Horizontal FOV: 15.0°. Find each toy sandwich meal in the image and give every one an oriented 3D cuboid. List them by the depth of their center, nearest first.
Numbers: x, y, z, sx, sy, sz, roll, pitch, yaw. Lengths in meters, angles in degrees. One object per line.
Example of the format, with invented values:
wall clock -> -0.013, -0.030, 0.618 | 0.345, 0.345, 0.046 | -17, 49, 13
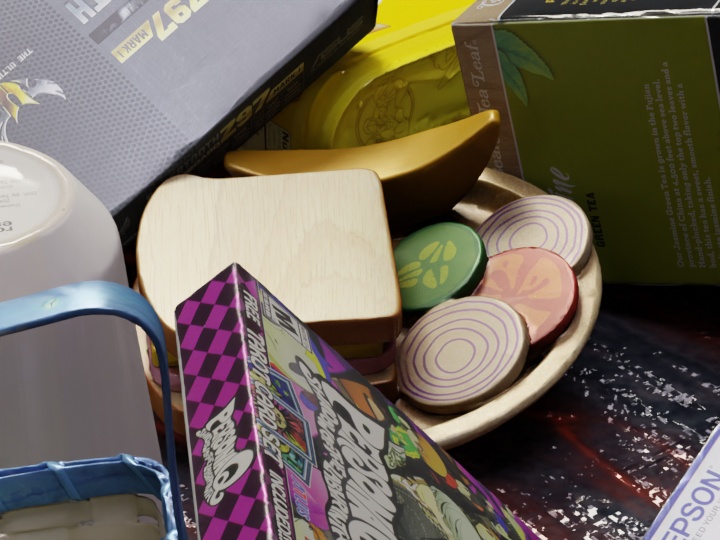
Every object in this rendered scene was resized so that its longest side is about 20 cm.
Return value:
toy sandwich meal -> 0.000, 0.000, 1.144 | 0.204, 0.070, 0.206 | -7, 41, 6

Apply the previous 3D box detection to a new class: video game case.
video game case -> 0.013, 0.111, 0.923 | 0.036, 0.181, 0.200 | -38, 29, 16

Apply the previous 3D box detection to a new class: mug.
mug -> -0.157, 0.044, 1.019 | 0.149, 0.154, 0.186 | 22, 38, 28

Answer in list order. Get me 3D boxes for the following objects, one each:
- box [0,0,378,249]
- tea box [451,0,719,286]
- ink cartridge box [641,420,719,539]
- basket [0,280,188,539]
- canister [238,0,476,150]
box -> -0.114, -0.106, 1.208 | 0.200, 0.051, 0.158 | -42, 75, -16
tea box -> 0.177, -0.095, 1.238 | 0.196, 0.134, 0.200 | 2, 28, 31
ink cartridge box -> 0.238, 0.082, 1.031 | 0.199, 0.043, 0.197 | 22, 58, 29
basket -> -0.137, 0.104, 0.869 | 0.175, 0.201, 0.139 | -8, 34, -1
canister -> -0.021, -0.107, 1.333 | 0.148, 0.087, 0.200 | -23, 39, -33
